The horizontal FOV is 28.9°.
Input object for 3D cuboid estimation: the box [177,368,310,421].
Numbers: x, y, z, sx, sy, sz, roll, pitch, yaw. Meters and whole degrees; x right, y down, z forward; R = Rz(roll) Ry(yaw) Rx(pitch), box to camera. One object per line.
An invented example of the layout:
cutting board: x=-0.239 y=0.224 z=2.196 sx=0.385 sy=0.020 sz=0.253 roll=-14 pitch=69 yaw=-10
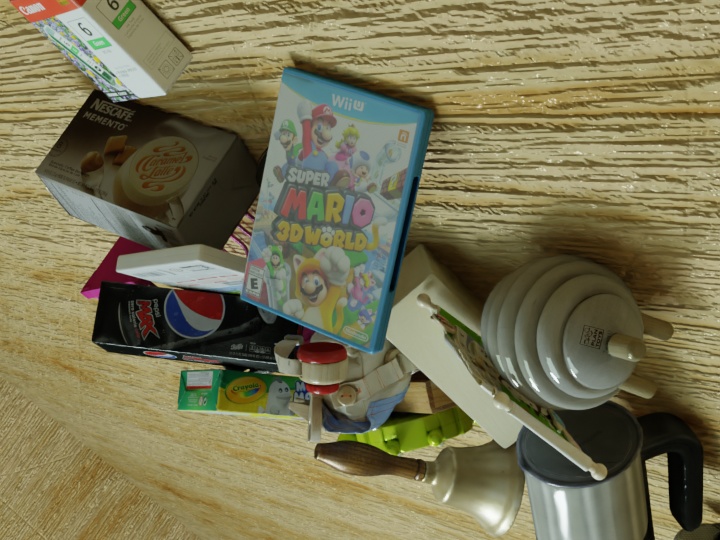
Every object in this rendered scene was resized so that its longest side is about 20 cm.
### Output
box: x=-0.077 y=0.133 z=1.453 sx=0.198 sy=0.049 sz=0.117 roll=10 pitch=171 yaw=-28

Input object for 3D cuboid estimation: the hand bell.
hand bell: x=0.050 y=0.194 z=1.359 sx=0.198 sy=0.105 sz=0.104 roll=11 pitch=165 yaw=-18

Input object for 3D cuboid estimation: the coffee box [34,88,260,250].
coffee box: x=-0.210 y=-0.093 z=1.391 sx=0.199 sy=0.115 sz=0.080 roll=21 pitch=158 yaw=32

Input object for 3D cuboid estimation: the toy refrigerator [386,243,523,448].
toy refrigerator: x=0.098 y=0.072 z=1.329 sx=0.200 sy=0.076 sz=0.070 roll=43 pitch=-166 yaw=-25

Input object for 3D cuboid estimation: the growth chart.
growth chart: x=0.130 y=0.101 z=1.202 sx=0.144 sy=0.018 sz=0.200 roll=34 pitch=-169 yaw=-30

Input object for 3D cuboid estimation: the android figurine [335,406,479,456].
android figurine: x=0.060 y=0.164 z=1.498 sx=0.200 sy=0.180 sz=0.041 roll=-67 pitch=-39 yaw=-84

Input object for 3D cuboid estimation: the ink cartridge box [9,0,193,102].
ink cartridge box: x=-0.250 y=-0.234 z=1.222 sx=0.200 sy=0.051 sz=0.109 roll=45 pitch=157 yaw=-29

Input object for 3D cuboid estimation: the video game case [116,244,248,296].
video game case: x=-0.112 y=0.012 z=1.332 sx=0.199 sy=0.018 sz=0.143 roll=18 pitch=165 yaw=-39

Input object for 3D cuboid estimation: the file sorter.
file sorter: x=-0.193 y=-0.001 z=1.535 sx=0.125 sy=0.140 sz=0.200 roll=40 pitch=159 yaw=-20

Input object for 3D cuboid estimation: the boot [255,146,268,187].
boot: x=-0.056 y=-0.065 z=1.246 sx=0.075 sy=0.097 sz=0.199 roll=42 pitch=158 yaw=-25

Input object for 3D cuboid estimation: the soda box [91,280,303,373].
soda box: x=-0.158 y=0.057 z=1.374 sx=0.198 sy=0.064 sz=0.071 roll=6 pitch=168 yaw=4

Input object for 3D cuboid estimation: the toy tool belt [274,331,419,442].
toy tool belt: x=-0.008 y=0.115 z=1.332 sx=0.124 sy=0.124 sz=0.200 roll=3 pitch=-169 yaw=18

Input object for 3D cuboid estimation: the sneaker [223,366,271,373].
sneaker: x=-0.115 y=0.083 z=1.574 sx=0.200 sy=0.066 sz=0.091 roll=-89 pitch=-25 yaw=-71

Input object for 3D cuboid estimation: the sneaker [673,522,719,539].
sneaker: x=0.393 y=0.269 z=1.379 sx=0.199 sy=0.078 sz=0.085 roll=-8 pitch=129 yaw=48

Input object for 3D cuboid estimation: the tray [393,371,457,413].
tray: x=0.059 y=0.123 z=1.494 sx=0.199 sy=0.098 sz=0.037 roll=-5 pitch=97 yaw=60

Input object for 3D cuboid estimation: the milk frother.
milk frother: x=0.215 y=0.198 z=1.352 sx=0.200 sy=0.180 sz=0.189 roll=33 pitch=145 yaw=47

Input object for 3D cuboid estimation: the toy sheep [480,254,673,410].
toy sheep: x=0.171 y=0.051 z=1.128 sx=0.138 sy=0.138 sz=0.200 roll=41 pitch=163 yaw=-20

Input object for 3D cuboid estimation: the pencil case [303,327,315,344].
pencil case: x=-0.039 y=0.092 z=1.593 sx=0.088 sy=0.089 sz=0.200 roll=22 pitch=157 yaw=29

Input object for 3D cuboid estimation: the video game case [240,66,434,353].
video game case: x=-0.023 y=-0.050 z=1.136 sx=0.142 sy=0.202 sz=0.018 roll=21 pitch=-163 yaw=31
